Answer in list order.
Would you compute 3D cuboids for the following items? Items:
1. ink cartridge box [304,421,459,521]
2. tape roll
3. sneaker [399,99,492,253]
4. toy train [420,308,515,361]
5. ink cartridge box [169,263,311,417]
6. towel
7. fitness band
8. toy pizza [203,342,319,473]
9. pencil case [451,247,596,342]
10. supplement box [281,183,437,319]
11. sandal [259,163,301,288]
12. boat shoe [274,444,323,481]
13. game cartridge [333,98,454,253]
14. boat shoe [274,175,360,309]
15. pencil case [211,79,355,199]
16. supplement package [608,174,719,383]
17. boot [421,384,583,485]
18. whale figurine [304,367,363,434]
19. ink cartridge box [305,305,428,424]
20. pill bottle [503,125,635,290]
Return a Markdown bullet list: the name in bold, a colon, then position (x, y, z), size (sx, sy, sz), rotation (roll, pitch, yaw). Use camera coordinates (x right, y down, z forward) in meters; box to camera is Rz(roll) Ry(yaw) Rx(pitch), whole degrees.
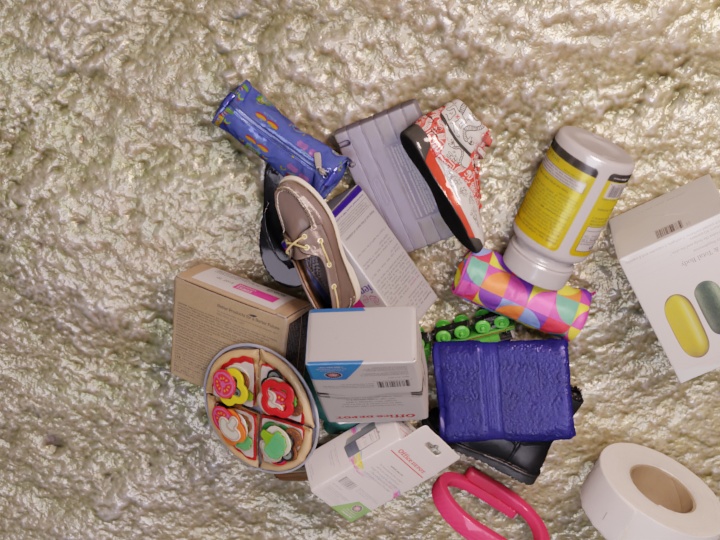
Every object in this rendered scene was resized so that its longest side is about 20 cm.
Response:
- **ink cartridge box**: position (0.032, 0.274, 1.674), size (0.199, 0.068, 0.117), rotation (-31, 133, 14)
- **tape roll**: position (0.420, 0.339, 1.653), size (0.201, 0.203, 0.071), rotation (23, 115, -2)
- **sneaker**: position (0.145, -0.130, 1.548), size (0.108, 0.067, 0.202), rotation (-36, 108, -13)
- **toy train**: position (0.136, 0.100, 1.681), size (0.199, 0.042, 0.057), rotation (-15, 120, 14)
- **ink cartridge box**: position (-0.177, 0.100, 1.671), size (0.199, 0.075, 0.166), rotation (20, 116, 25)
- **towel**: position (0.205, 0.170, 1.634), size (0.198, 0.050, 0.149), rotation (-3, 97, 19)
- **fitness band**: position (0.197, 0.372, 1.729), size (0.199, 0.144, 0.038), rotation (32, 115, -6)
- **toy pizza**: position (-0.147, 0.200, 1.625), size (0.199, 0.032, 0.202), rotation (11, 113, 27)
- **pencil case**: position (0.229, 0.031, 1.617), size (0.199, 0.089, 0.089), rotation (22, 114, -4)
- **supplement box**: position (0.000, 0.000, 1.603), size (0.101, 0.103, 0.200), rotation (-26, 106, 42)
- **sandal**: position (-0.113, -0.066, 1.643), size (0.075, 0.043, 0.202), rotation (0, 113, 8)
- **boat shoe**: position (-0.040, 0.310, 1.776), size (0.198, 0.072, 0.068), rotation (-9, 110, 12)
- **game cartridge**: position (0.061, -0.127, 1.599), size (0.129, 0.038, 0.201), rotation (-21, 109, 11)
- **boat shoe**: position (-0.064, -0.027, 1.514), size (0.071, 0.060, 0.201), rotation (-7, 116, 38)
- **pencil case**: position (-0.107, -0.175, 1.561), size (0.200, 0.087, 0.078), rotation (37, 87, 0)
- **supplement package**: position (0.448, 0.010, 1.536), size (0.151, 0.151, 0.201), rotation (-25, 107, 17)
- **boot**: position (0.211, 0.203, 1.695), size (0.199, 0.076, 0.169), rotation (26, 107, 6)
- **whale figurine**: position (-0.048, 0.181, 1.705), size (0.198, 0.104, 0.160), rotation (4, 114, 8)
- **ink cartridge box**: position (0.013, 0.130, 1.547), size (0.145, 0.085, 0.200), rotation (-3, 151, 6)
- **pill bottle**: position (0.275, -0.082, 1.543), size (0.114, 0.114, 0.201), rotation (23, 114, -2)
